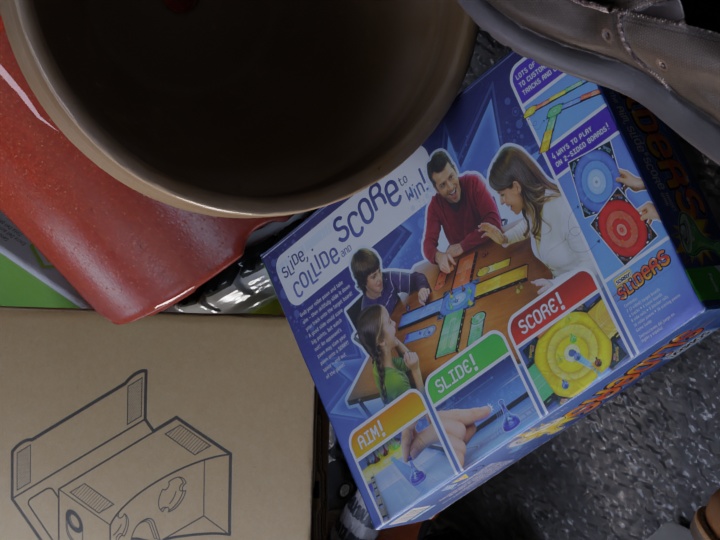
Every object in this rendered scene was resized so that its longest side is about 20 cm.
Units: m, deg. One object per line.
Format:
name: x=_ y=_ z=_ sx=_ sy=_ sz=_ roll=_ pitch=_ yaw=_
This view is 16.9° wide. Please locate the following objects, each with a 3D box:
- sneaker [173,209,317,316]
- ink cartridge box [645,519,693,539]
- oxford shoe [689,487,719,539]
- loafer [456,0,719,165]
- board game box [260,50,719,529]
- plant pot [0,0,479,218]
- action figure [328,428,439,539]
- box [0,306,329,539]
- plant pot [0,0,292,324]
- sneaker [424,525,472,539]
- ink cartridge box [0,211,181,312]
sneaker: x=0.000 y=0.000 z=1.147 sx=0.090 sy=0.078 sz=0.200 roll=38 pitch=152 yaw=-26
ink cartridge box: x=0.159 y=0.215 z=1.063 sx=0.200 sy=0.129 sz=0.125 roll=24 pitch=138 yaw=42
oxford shoe: x=0.216 y=0.114 z=0.964 sx=0.200 sy=0.071 sz=0.071 roll=20 pitch=107 yaw=47
loafer: x=0.113 y=-0.102 z=0.882 sx=0.200 sy=0.073 sz=0.071 roll=33 pitch=134 yaw=25
board game box: x=0.053 y=0.003 z=0.986 sx=0.200 sy=0.034 sz=0.135 roll=-37 pitch=68 yaw=39
plant pot: x=-0.059 y=-0.118 z=0.973 sx=0.201 sy=0.201 sz=0.093 roll=61 pitch=155 yaw=-10
action figure: x=-0.012 y=0.131 z=1.187 sx=0.193 sy=0.105 sz=0.200 roll=-38 pitch=46 yaw=38
box: x=-0.108 y=0.100 z=1.147 sx=0.200 sy=0.021 sz=0.164 roll=1 pitch=91 yaw=23
plant pot: x=-0.115 y=-0.094 z=1.101 sx=0.195 sy=0.201 sz=0.201 roll=53 pitch=151 yaw=-12
sneaker: x=0.029 y=0.171 z=1.281 sx=0.200 sy=0.070 sz=0.078 roll=5 pitch=99 yaw=62
ink cartridge box: x=-0.154 y=0.032 z=1.257 sx=0.148 sy=0.200 sz=0.076 roll=31 pitch=143 yaw=35
